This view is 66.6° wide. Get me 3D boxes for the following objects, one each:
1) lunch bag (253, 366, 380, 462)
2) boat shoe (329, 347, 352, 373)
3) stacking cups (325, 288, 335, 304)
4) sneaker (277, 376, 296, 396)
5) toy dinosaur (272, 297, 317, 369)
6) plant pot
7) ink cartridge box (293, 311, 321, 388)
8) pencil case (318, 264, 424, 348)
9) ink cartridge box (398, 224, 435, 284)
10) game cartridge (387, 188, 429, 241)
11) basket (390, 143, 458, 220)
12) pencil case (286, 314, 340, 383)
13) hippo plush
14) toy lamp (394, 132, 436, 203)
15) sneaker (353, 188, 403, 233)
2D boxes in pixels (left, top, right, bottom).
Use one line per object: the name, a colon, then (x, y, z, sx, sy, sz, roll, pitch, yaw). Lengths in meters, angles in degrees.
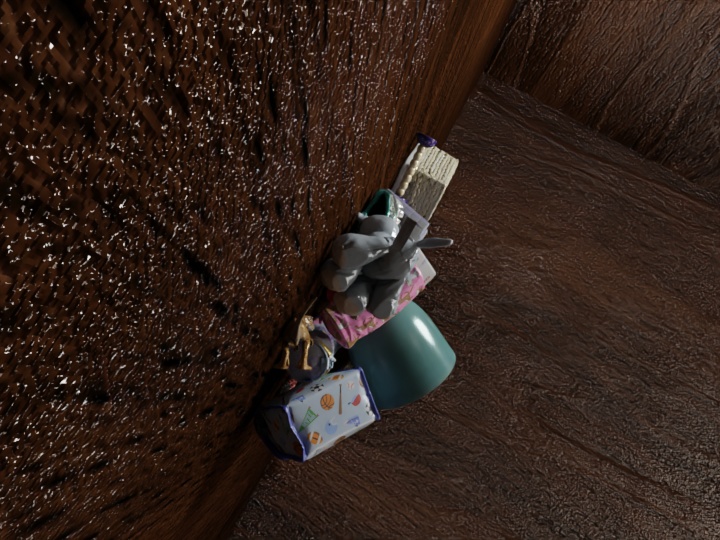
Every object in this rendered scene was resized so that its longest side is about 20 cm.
lunch bag: (-0.089, 0.263, 1.004, 0.169, 0.125, 0.200, -19, 180, -33)
boat shoe: (-0.056, 0.200, 1.169, 0.063, 0.073, 0.201, 58, 56, -76)
stacking cups: (-0.050, 0.064, 1.196, 0.061, 0.060, 0.200, -61, 174, -4)
sneaker: (-0.156, 0.289, 1.348, 0.082, 0.078, 0.200, -59, 169, 30)
toy dinosaur: (-0.099, 0.096, 0.829, 0.200, 0.060, 0.107, 134, -39, -82)
plant pot: (0.065, 0.146, 1.089, 0.200, 0.162, 0.201, -28, -168, 7)
ink cartridge box: (-0.111, 0.211, 1.189, 0.200, 0.048, 0.146, -58, 157, -35)
pencil case: (0.021, 0.054, 0.996, 0.200, 0.083, 0.086, -37, -147, -16)
ink cartridge box: (0.064, -0.002, 1.168, 0.145, 0.084, 0.200, -43, 151, 2)
game cartridge: (0.083, -0.092, 1.284, 0.038, 0.129, 0.200, -49, 172, -26)
basket: (0.165, -0.234, 1.435, 0.136, 0.123, 0.200, -65, 175, 36)
pencil case: (-0.081, 0.142, 1.038, 0.200, 0.090, 0.084, -53, 135, -80)
hippo plush: (0.013, -0.038, 0.906, 0.201, 0.159, 0.161, -55, -154, 22)
toy lamp: (0.113, -0.224, 1.301, 0.201, 0.058, 0.058, -62, 177, 10)
sneaker: (0.011, -0.069, 1.030, 0.201, 0.077, 0.091, -64, 162, -13)
